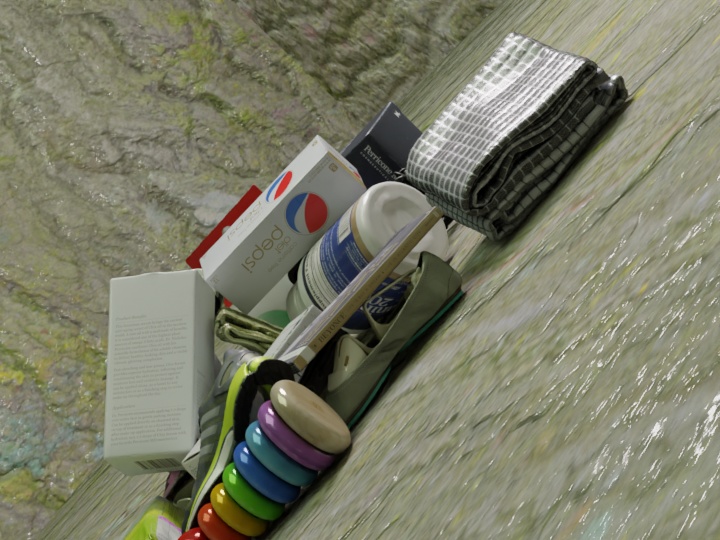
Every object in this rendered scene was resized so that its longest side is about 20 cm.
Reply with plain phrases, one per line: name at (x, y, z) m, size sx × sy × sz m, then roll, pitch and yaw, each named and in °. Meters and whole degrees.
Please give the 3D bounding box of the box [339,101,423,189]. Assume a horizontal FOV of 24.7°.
box at (0.015, -0.079, 2.011) m, size 0.200 × 0.148 × 0.104 m, roll -44°, pitch 7°, yaw 33°

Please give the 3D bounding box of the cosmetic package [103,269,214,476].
cosmetic package at (-0.211, 0.108, 1.733) m, size 0.071 × 0.100 × 0.202 m, roll 56°, pitch -150°, yaw -65°

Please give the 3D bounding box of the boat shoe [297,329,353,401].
boat shoe at (-0.063, 0.139, 1.579) m, size 0.200 × 0.065 × 0.072 m, roll -50°, pitch 6°, yaw -20°

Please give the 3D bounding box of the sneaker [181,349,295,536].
sneaker at (-0.119, 0.165, 1.508) m, size 0.081 × 0.073 × 0.202 m, roll 32°, pitch 104°, yaw 56°

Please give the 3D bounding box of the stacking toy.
stacking toy at (-0.099, 0.196, 1.438) m, size 0.201 × 0.085 × 0.085 m, roll -51°, pitch 6°, yaw 8°

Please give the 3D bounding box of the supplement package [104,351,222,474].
supplement package at (-0.204, 0.149, 1.872) m, size 0.113 × 0.110 × 0.200 m, roll -30°, pitch -19°, yaw -9°

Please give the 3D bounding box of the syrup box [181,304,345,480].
syrup box at (-0.086, 0.140, 1.660) m, size 0.201 × 0.081 × 0.079 m, roll -54°, pitch 7°, yaw -27°

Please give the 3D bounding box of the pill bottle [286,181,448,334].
pill bottle at (0.000, 0.000, 1.781) m, size 0.200 × 0.111 × 0.111 m, roll -44°, pitch 7°, yaw 46°

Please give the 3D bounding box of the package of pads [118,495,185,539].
package of pads at (-0.230, 0.313, 1.645) m, size 0.155 × 0.068 × 0.200 m, roll -48°, pitch 7°, yaw 0°

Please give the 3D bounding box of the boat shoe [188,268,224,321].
boat shoe at (-0.209, 0.064, 1.935) m, size 0.060 × 0.072 × 0.202 m, roll -16°, pitch -27°, yaw -48°

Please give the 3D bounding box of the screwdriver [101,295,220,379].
screwdriver at (-0.232, 0.084, 1.890) m, size 0.200 × 0.029 × 0.028 m, roll -39°, pitch -25°, yaw 28°

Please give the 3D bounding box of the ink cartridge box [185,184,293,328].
ink cartridge box at (-0.108, 0.019, 2.002) m, size 0.161 × 0.200 × 0.050 m, roll -44°, pitch 7°, yaw 32°

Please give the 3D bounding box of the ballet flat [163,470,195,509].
ballet flat at (-0.163, 0.221, 1.817) m, size 0.200 × 0.069 × 0.072 m, roll -47°, pitch 23°, yaw 40°

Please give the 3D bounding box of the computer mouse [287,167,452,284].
computer mouse at (0.011, -0.044, 1.886) m, size 0.199 × 0.046 × 0.140 m, roll -39°, pitch -35°, yaw 16°

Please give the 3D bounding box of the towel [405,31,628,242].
towel at (0.145, -0.136, 1.590) m, size 0.200 × 0.086 × 0.165 m, roll -48°, pitch 23°, yaw -4°

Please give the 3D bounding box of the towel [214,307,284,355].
towel at (-0.096, 0.082, 1.828) m, size 0.200 × 0.147 × 0.037 m, roll -162°, pitch 95°, yaw -83°

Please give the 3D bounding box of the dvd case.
dvd case at (-0.008, 0.025, 1.560) m, size 0.200 × 0.016 × 0.149 m, roll -48°, pitch 4°, yaw -14°

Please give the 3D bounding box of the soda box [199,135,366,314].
soda box at (-0.087, -0.051, 1.828) m, size 0.200 × 0.068 × 0.064 m, roll -46°, pitch 24°, yaw 8°

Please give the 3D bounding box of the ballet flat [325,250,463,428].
ballet flat at (0.013, 0.066, 1.511) m, size 0.200 × 0.064 × 0.067 m, roll -49°, pitch 6°, yaw -9°
